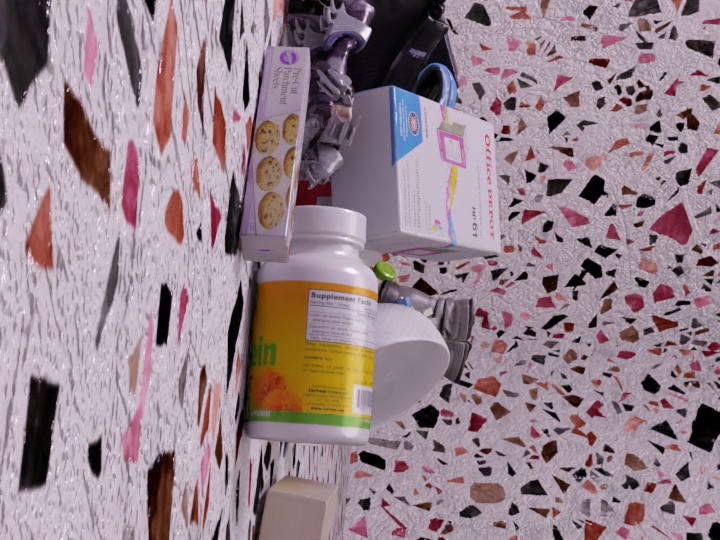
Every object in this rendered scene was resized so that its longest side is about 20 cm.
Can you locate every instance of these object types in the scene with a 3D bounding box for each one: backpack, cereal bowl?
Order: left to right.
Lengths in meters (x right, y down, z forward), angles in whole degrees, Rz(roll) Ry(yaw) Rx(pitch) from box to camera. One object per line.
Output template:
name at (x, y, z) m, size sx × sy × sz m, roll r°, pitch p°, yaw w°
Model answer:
cereal bowl at (-0.008, 0.099, 1.318) m, size 0.201 × 0.198 × 0.084 m, roll 89°, pitch -24°, yaw -60°
backpack at (0.002, -0.257, 1.314) m, size 0.201 × 0.164 × 0.128 m, roll 101°, pitch -10°, yaw -54°

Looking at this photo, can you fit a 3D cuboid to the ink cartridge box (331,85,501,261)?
ink cartridge box at (0.059, -0.092, 1.258) m, size 0.199 × 0.084 × 0.147 m, roll 9°, pitch 76°, yaw -55°

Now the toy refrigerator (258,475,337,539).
toy refrigerator at (-0.068, 0.266, 1.313) m, size 0.200 × 0.069 × 0.077 m, roll 64°, pitch 37°, yaw -84°

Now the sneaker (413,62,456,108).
sneaker at (0.054, -0.151, 1.457) m, size 0.202 × 0.065 × 0.078 m, roll -66°, pitch 166°, yaw -4°

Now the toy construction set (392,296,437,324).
toy construction set at (0.000, 0.000, 1.407) m, size 0.092 × 0.130 × 0.202 m, roll -35°, pitch -103°, yaw 53°

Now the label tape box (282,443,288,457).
label tape box at (-0.036, 0.121, 1.499) m, size 0.201 × 0.065 × 0.145 m, roll -82°, pitch -171°, yaw -61°

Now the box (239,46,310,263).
box at (-0.070, -0.100, 1.034) m, size 0.039 × 0.041 × 0.202 m, roll 90°, pitch 4°, yaw -57°

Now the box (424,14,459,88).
box at (0.037, -0.346, 1.572) m, size 0.198 × 0.122 × 0.201 m, roll -98°, pitch 170°, yaw -49°

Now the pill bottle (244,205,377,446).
pill bottle at (-0.041, 0.050, 1.094) m, size 0.111 × 0.109 × 0.203 m, roll 81°, pitch 13°, yaw -80°

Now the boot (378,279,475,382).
boot at (0.064, 0.117, 1.516) m, size 0.068 × 0.129 × 0.202 m, roll -78°, pitch -175°, yaw -74°

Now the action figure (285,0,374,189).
action figure at (-0.037, -0.164, 1.158) m, size 0.130 × 0.069 × 0.202 m, roll -39°, pitch -141°, yaw 49°

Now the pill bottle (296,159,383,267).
pill bottle at (-0.026, -0.070, 1.302) m, size 0.112 × 0.111 × 0.203 m, roll 86°, pitch 7°, yaw -74°

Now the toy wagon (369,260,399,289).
toy wagon at (-0.008, 0.054, 1.693) m, size 0.156 × 0.039 × 0.200 m, roll -57°, pitch 170°, yaw 31°
